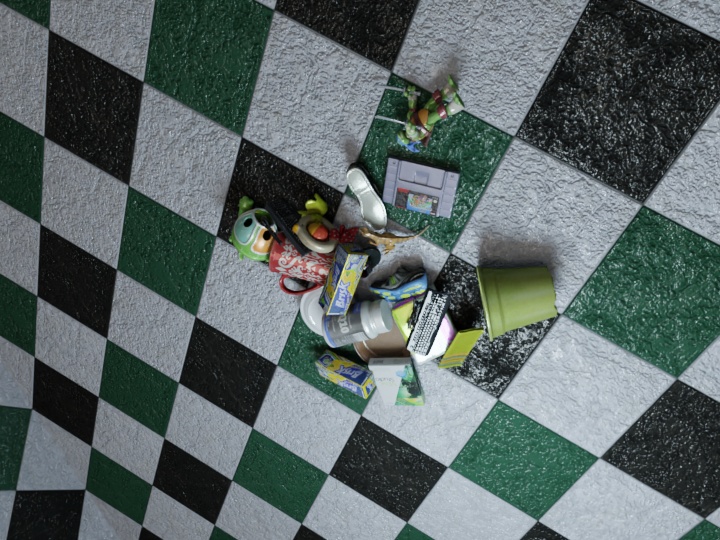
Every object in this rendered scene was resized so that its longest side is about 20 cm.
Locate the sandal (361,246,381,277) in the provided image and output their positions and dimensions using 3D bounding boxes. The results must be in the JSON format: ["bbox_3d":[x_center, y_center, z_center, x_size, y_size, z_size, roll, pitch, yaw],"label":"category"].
[{"bbox_3d":[0.001,0.001,1.528,0.074,0.049,0.201,16,141,-23],"label":"sandal"}]

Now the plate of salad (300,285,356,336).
[{"bbox_3d":[-0.096,0.126,1.653,0.195,0.048,0.204,4,120,8],"label":"plate of salad"}]

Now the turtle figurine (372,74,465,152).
[{"bbox_3d":[0.140,-0.399,1.257,0.192,0.145,0.202,-28,107,25],"label":"turtle figurine"}]

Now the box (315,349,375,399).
[{"bbox_3d":[-0.049,0.334,1.682,0.197,0.064,0.071,19,141,32],"label":"box"}]

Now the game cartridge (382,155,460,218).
[{"bbox_3d":[0.160,-0.223,1.398,0.196,0.038,0.132,15,115,13],"label":"game cartridge"}]

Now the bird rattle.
[{"bbox_3d":[-0.110,-0.105,1.487,0.201,0.163,0.113,49,133,1],"label":"bird rattle"}]

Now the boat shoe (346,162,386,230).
[{"bbox_3d":[0.018,-0.206,1.442,0.073,0.061,0.202,-23,119,18],"label":"boat shoe"}]

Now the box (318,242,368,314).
[{"bbox_3d":[-0.051,0.027,1.467,0.064,0.069,0.203,49,126,44],"label":"box"}]

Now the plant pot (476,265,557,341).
[{"bbox_3d":[0.413,0.069,1.368,0.180,0.201,0.204,-11,111,12],"label":"plant pot"}]

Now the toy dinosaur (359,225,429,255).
[{"bbox_3d":[0.089,-0.087,1.464,0.195,0.106,0.062,0,76,-16],"label":"toy dinosaur"}]

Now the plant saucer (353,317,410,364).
[{"bbox_3d":[0.071,0.219,1.642,0.196,0.037,0.205,9,117,17],"label":"plant saucer"}]

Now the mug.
[{"bbox_3d":[-0.161,-0.018,1.573,0.196,0.135,0.180,16,137,7],"label":"mug"}]

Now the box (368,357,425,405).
[{"bbox_3d":[0.119,0.359,1.664,0.141,0.037,0.203,-5,129,22],"label":"box"}]

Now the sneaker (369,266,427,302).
[{"bbox_3d":[0.113,0.038,1.521,0.197,0.084,0.071,-16,139,37],"label":"sneaker"}]

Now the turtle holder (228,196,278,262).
[{"bbox_3d":[-0.313,-0.127,1.568,0.138,0.188,0.133,17,132,-20],"label":"turtle holder"}]

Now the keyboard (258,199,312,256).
[{"bbox_3d":[-0.213,-0.122,1.501,0.201,0.126,0.021,50,142,16],"label":"keyboard"}]

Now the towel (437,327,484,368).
[{"bbox_3d":[0.290,0.229,1.510,0.084,0.018,0.202,-8,144,-19],"label":"towel"}]

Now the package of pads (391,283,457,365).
[{"bbox_3d":[0.192,0.163,1.533,0.152,0.068,0.203,-27,103,13],"label":"package of pads"}]

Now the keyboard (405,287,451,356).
[{"bbox_3d":[0.181,0.151,1.473,0.102,0.040,0.204,17,108,-3],"label":"keyboard"}]

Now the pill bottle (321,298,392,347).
[{"bbox_3d":[-0.009,0.155,1.554,0.196,0.114,0.116,-16,109,22],"label":"pill bottle"}]
